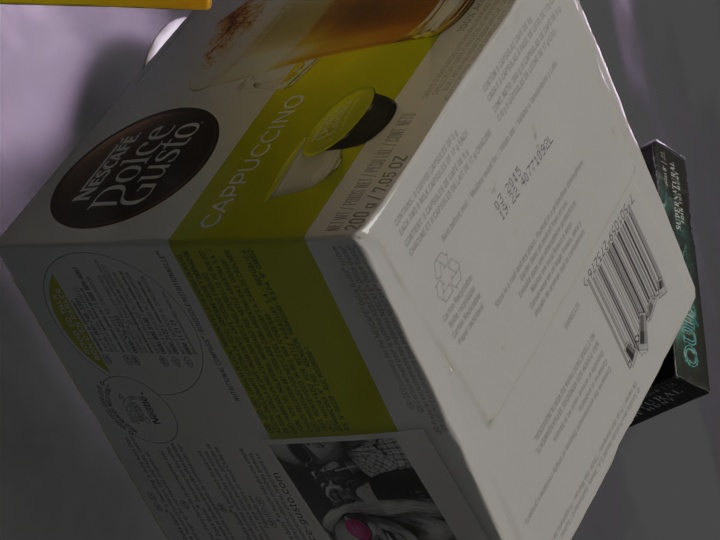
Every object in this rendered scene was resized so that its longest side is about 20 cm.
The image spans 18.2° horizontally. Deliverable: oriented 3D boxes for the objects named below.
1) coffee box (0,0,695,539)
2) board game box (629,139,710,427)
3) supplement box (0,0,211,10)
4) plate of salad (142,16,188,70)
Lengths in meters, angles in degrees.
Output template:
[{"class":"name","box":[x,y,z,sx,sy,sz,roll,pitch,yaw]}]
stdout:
[{"class":"coffee box","box":[0.000,0.000,0.993,0.200,0.198,0.200,-56,131,-38]},{"class":"board game box","box":[0.085,0.033,1.135,0.028,0.200,0.135,26,50,-37]},{"class":"supplement box","box":[-0.115,-0.161,0.835,0.200,0.109,0.109,-124,-145,-74]},{"class":"plate of salad","box":[-0.057,-0.033,1.140,0.200,0.048,0.200,-13,90,-70]}]
